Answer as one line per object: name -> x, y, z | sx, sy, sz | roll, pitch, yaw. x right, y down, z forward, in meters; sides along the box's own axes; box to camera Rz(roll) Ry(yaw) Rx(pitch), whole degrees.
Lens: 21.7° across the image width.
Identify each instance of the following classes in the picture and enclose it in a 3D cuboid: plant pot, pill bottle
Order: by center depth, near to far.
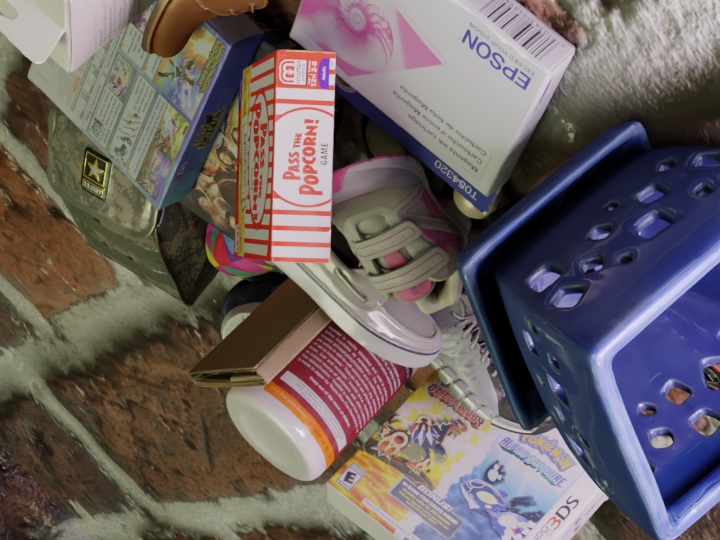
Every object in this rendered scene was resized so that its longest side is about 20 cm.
plant pot -> 0.190, 0.029, 1.272 | 0.180, 0.200, 0.200 | 32, 155, 45
pill bottle -> -0.018, 0.085, 1.705 | 0.113, 0.200, 0.113 | 36, 156, 19

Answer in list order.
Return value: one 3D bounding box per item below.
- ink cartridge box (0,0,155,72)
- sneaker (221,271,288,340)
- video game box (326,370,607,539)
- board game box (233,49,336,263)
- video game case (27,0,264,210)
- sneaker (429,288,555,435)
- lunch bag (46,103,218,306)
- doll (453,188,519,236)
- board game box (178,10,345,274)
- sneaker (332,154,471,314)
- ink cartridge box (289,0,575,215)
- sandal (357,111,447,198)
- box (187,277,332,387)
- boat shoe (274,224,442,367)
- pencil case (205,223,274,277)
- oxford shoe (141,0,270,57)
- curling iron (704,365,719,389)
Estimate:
ink cartridge box -> -0.216, -0.265, 1.452 | 0.128, 0.200, 0.125 | 40, 157, 10
sneaker -> -0.037, 0.046, 1.860 | 0.199, 0.147, 0.081 | 7, 110, 1
video game box -> 0.101, 0.197, 1.716 | 0.200, 0.182, 0.047 | 35, 152, 22
board game box -> -0.059, -0.083, 1.422 | 0.200, 0.046, 0.152 | -176, 87, -78
video game case -> -0.186, -0.183, 1.598 | 0.181, 0.045, 0.200 | 46, 134, 16
sneaker -> 0.104, 0.055, 1.616 | 0.200, 0.075, 0.116 | 37, 147, 7
lunch bag -> -0.221, -0.083, 1.872 | 0.164, 0.118, 0.200 | 28, 155, 32
doll -> 0.140, 0.005, 1.486 | 0.200, 0.048, 0.136 | 51, 136, -7
board game box -> -0.087, -0.113, 1.600 | 0.135, 0.035, 0.201 | 34, 130, 25
sneaker -> 0.033, -0.026, 1.484 | 0.081, 0.089, 0.200 | -22, 151, 27
ink cartridge box -> 0.040, -0.148, 1.365 | 0.196, 0.043, 0.200 | 40, 142, 12
sandal -> 0.030, -0.109, 1.485 | 0.080, 0.054, 0.200 | 38, 156, 17
box -> -0.053, 0.031, 1.673 | 0.021, 0.200, 0.163 | 51, 157, -13
boat shoe -> 0.000, 0.000, 1.564 | 0.200, 0.072, 0.066 | 43, 126, -8
pencil case -> -0.076, -0.041, 1.753 | 0.088, 0.088, 0.200 | 50, 159, -13
oxford shoe -> -0.104, -0.217, 1.442 | 0.071, 0.071, 0.200 | 42, 133, -6
curling iron -> 0.222, 0.033, 1.422 | 0.200, 0.026, 0.050 | 47, 134, -4
